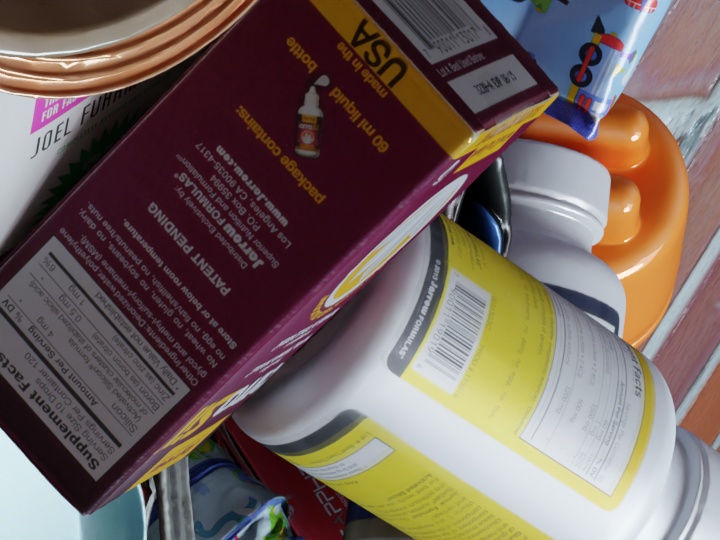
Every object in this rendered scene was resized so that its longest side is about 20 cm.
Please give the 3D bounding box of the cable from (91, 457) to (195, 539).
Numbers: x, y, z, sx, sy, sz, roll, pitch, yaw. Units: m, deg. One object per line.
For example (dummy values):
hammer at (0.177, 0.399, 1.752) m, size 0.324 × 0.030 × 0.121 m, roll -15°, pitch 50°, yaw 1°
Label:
cable at (-0.091, 0.063, 1.062) m, size 0.050 × 0.097 × 0.200 m, roll -10°, pitch 131°, yaw -49°

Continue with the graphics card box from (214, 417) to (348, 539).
graphics card box at (-0.022, 0.155, 1.340) m, size 0.051 × 0.126 × 0.200 m, roll -27°, pitch 154°, yaw -17°

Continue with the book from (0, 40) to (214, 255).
book at (-0.085, -0.099, 0.867) m, size 0.134 × 0.048 × 0.200 m, roll -40°, pitch 161°, yaw -34°

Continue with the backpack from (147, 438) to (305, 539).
backpack at (-0.089, 0.160, 1.200) m, size 0.163 × 0.154 × 0.200 m, roll -32°, pitch 139°, yaw -37°

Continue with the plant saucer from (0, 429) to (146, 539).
plant saucer at (-0.168, 0.127, 0.997) m, size 0.200 × 0.027 × 0.200 m, roll -25°, pitch 132°, yaw -32°

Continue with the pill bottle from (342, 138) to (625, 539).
pill bottle at (0.059, 0.047, 1.195) m, size 0.111 × 0.111 × 0.200 m, roll 61°, pitch 37°, yaw -70°

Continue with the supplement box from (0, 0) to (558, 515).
supplement box at (-0.039, -0.018, 0.933) m, size 0.200 × 0.086 × 0.110 m, roll -44°, pitch 174°, yaw 22°

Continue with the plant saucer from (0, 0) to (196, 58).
plant saucer at (-0.076, -0.154, 0.698) m, size 0.200 × 0.029 × 0.200 m, roll -23°, pitch 125°, yaw -38°

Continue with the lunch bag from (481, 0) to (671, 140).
lunch bag at (0.105, -0.157, 1.106) m, size 0.151 × 0.094 × 0.200 m, roll -66°, pitch 171°, yaw 20°

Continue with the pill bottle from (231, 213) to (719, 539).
pill bottle at (0.052, 0.059, 1.059) m, size 0.200 × 0.112 × 0.112 m, roll 34°, pitch 93°, yaw -28°

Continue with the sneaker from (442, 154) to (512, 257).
sneaker at (0.000, 0.000, 1.140) m, size 0.073 × 0.112 × 0.200 m, roll -37°, pitch 155°, yaw -41°

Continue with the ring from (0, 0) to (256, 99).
ring at (-0.071, -0.145, 0.744) m, size 0.200 × 0.019 × 0.201 m, roll -23°, pitch 124°, yaw -38°

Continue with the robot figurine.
robot figurine at (0.108, -0.021, 1.368) m, size 0.117 × 0.144 × 0.200 m, roll -29°, pitch 159°, yaw -10°
